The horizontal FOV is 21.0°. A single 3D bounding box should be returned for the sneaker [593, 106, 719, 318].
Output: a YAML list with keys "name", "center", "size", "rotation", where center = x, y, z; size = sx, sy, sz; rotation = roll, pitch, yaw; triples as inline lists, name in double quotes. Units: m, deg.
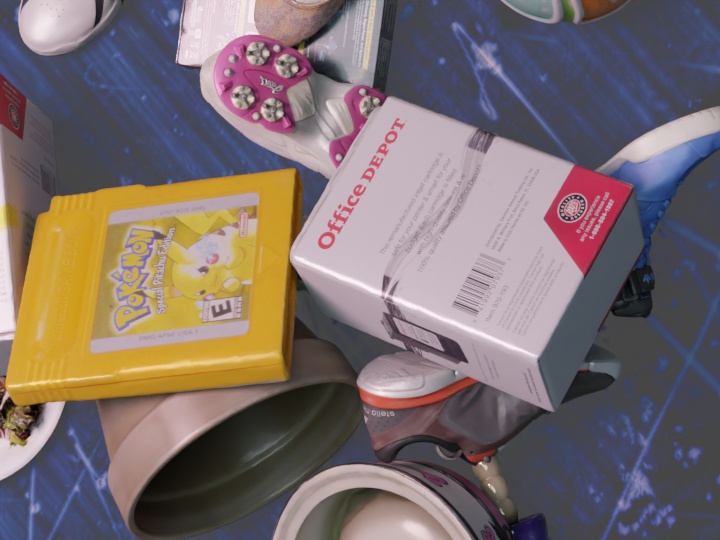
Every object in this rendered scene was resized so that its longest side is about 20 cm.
- name: "sneaker"
  center: [0.200, -0.027, 1.395]
  size: [0.199, 0.077, 0.112]
  rotation: [-31, 82, 12]

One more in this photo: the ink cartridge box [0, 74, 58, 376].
- name: "ink cartridge box"
  center: [-0.281, -0.030, 1.461]
  size: [0.083, 0.145, 0.202]
  rotation: [-9, 77, 6]

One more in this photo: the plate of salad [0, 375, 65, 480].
- name: "plate of salad"
  center: [-0.327, 0.074, 1.545]
  size: [0.198, 0.048, 0.202]
  rotation: [0, 90, 14]

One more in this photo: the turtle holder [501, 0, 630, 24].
- name: "turtle holder"
  center: [0.134, -0.263, 1.369]
  size: [0.140, 0.132, 0.187]
  rotation: [-19, 97, 10]

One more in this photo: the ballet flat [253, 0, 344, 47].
- name: "ballet flat"
  center: [-0.016, -0.249, 1.405]
  size: [0.068, 0.067, 0.201]
  rotation: [37, 97, 6]

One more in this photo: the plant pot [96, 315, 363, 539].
- name: "plant pot"
  center: [-0.121, 0.073, 1.435]
  size: [0.200, 0.200, 0.174]
  rotation: [-39, 66, 11]

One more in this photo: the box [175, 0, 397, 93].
- name: "box"
  center: [-0.048, -0.244, 1.471]
  size: [0.160, 0.049, 0.202]
  rotation: [8, 92, 15]

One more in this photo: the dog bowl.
- name: "dog bowl"
  center: [0.033, 0.227, 1.413]
  size: [0.199, 0.074, 0.202]
  rotation: [9, 107, 32]

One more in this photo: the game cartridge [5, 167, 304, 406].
- name: "game cartridge"
  center: [-0.142, 0.009, 1.366]
  size: [0.198, 0.033, 0.178]
  rotation: [-6, 50, 9]

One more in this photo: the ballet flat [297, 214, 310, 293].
- name: "ballet flat"
  center: [0.000, 0.000, 1.452]
  size: [0.198, 0.072, 0.073]
  rotation: [8, 93, 14]

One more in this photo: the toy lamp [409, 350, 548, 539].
- name: "toy lamp"
  center: [0.092, 0.139, 1.436]
  size: [0.058, 0.058, 0.202]
  rotation: [-20, 84, 13]

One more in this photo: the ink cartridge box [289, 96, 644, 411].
- name: "ink cartridge box"
  center: [0.074, -0.014, 1.338]
  size: [0.199, 0.084, 0.146]
  rotation: [22, 69, 26]

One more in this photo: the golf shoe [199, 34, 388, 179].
- name: "golf shoe"
  center: [-0.033, -0.110, 1.442]
  size: [0.199, 0.091, 0.076]
  rotation: [33, 78, -23]

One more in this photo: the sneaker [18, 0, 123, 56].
- name: "sneaker"
  center: [-0.208, -0.251, 1.469]
  size: [0.199, 0.129, 0.080]
  rotation: [-43, 80, 11]

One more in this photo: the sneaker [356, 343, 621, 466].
- name: "sneaker"
  center: [0.092, 0.095, 1.392]
  size: [0.198, 0.077, 0.083]
  rotation: [-7, 107, -15]
